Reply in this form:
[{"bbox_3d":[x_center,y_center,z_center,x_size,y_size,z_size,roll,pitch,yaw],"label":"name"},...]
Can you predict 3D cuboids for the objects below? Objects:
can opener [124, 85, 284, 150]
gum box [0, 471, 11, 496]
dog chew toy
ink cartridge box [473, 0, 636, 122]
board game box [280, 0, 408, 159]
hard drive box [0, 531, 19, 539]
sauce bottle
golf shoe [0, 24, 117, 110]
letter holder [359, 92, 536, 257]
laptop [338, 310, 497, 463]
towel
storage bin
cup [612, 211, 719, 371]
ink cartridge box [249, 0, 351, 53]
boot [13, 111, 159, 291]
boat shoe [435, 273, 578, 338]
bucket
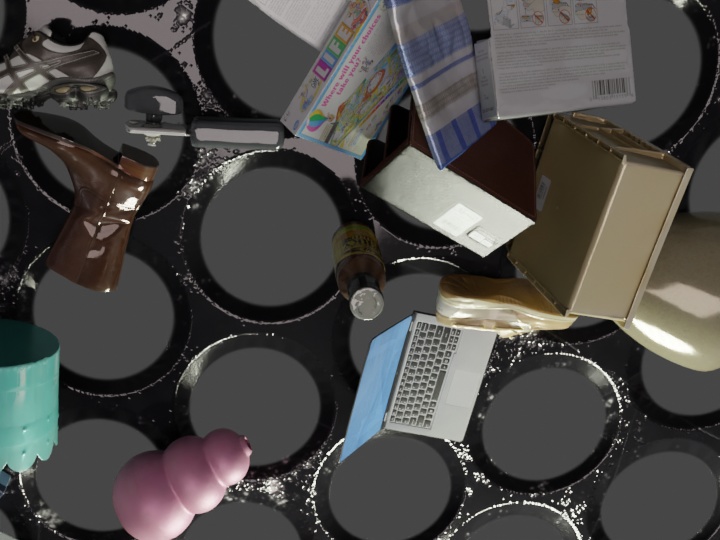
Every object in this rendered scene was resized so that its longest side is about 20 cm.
[{"bbox_3d":[-0.189,-0.179,1.087,0.196,0.053,0.068,6,112,-7],"label":"can opener"},{"bbox_3d":[-0.625,0.325,1.269,0.169,0.045,0.200,37,106,-19],"label":"gum box"},{"bbox_3d":[-0.242,0.289,1.248,0.198,0.125,0.126,-29,113,0],"label":"dog chew toy"},{"bbox_3d":[0.226,-0.274,1.056,0.196,0.043,0.178,-10,96,-21],"label":"ink cartridge box"},{"bbox_3d":[0.008,-0.235,1.047,0.133,0.034,0.202,10,119,-54],"label":"board game box"},{"bbox_3d":[-0.520,0.440,1.236,0.076,0.157,0.200,-38,130,7],"label":"hard drive box"},{"bbox_3d":[0.000,0.000,1.098,0.063,0.201,0.066,-2,113,-6],"label":"sauce bottle"},{"bbox_3d":[-0.384,-0.236,1.046,0.195,0.078,0.097,-2,96,-6],"label":"golf shoe"},{"bbox_3d":[0.113,-0.136,1.108,0.198,0.144,0.100,27,140,-25],"label":"letter holder"},{"bbox_3d":[0.081,0.167,1.221,0.196,0.116,0.191,11,112,-9],"label":"laptop"},{"bbox_3d":[0.094,-0.233,1.009,0.023,0.147,0.203,-6,112,38],"label":"towel"},{"bbox_3d":[0.275,-0.070,1.094,0.092,0.199,0.204,7,113,-20],"label":"storage bin"},{"bbox_3d":[0.382,0.013,1.127,0.140,0.201,0.204,11,112,-14],"label":"cup"},{"bbox_3d":[-0.049,-0.354,1.031,0.198,0.047,0.161,31,108,-14],"label":"ink cartridge box"},{"bbox_3d":[-0.364,-0.077,1.114,0.184,0.065,0.202,22,114,-15],"label":"boot"},{"bbox_3d":[0.194,0.055,1.212,0.196,0.074,0.070,10,124,-7],"label":"boat shoe"},{"bbox_3d":[-0.474,0.151,1.127,0.203,0.207,0.138,8,103,-8],"label":"bucket"}]
